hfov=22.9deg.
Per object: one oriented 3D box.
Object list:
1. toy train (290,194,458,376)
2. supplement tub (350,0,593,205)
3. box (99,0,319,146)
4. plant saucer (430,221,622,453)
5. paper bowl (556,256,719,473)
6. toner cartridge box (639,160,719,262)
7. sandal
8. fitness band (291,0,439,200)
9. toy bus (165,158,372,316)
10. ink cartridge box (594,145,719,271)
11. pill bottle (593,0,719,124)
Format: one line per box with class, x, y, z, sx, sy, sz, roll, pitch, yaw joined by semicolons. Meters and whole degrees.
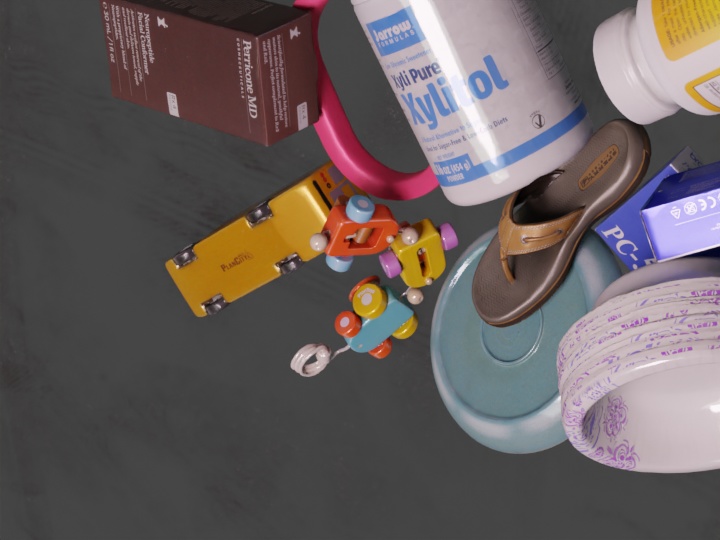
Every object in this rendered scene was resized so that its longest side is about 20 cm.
toy train;0.000;0.000;1.531;0.056;0.149;0.201;59;145;35
supplement tub;0.084;-0.165;1.374;0.131;0.132;0.201;-19;104;39
box;-0.131;-0.183;1.526;0.199;0.075;0.101;18;125;36
plant saucer;0.129;0.047;1.455;0.199;0.027;0.203;-14;69;39
paper bowl;0.244;0.064;1.315;0.198;0.105;0.201;-1;150;0
toner cartridge box;0.307;-0.063;1.274;0.198;0.095;0.044;-16;100;26
sandal;0.149;-0.043;1.403;0.200;0.054;0.082;-48;45;24
fitness band;0.014;-0.156;1.493;0.143;0.037;0.202;-12;107;41
toy bus;-0.086;-0.028;1.601;0.199;0.078;0.065;-27;99;41
ink cartridge box;0.286;0.009;1.392;0.200;0.044;0.094;49;130;2
pill bottle;0.267;-0.178;1.255;0.199;0.113;0.113;-25;100;40
